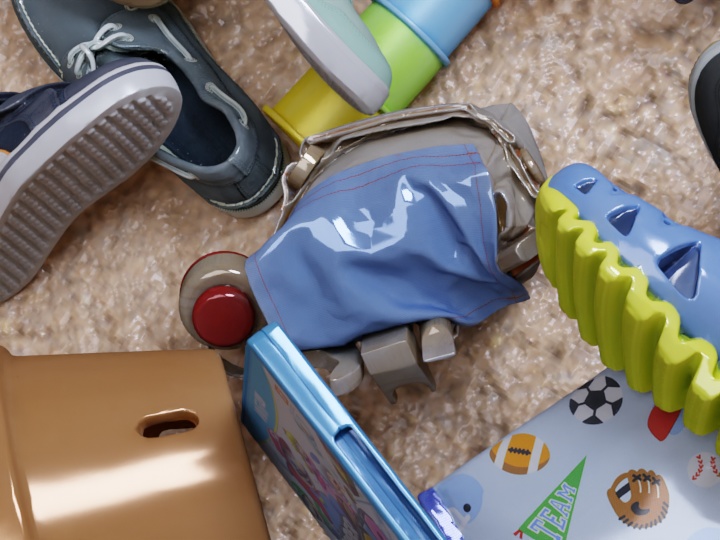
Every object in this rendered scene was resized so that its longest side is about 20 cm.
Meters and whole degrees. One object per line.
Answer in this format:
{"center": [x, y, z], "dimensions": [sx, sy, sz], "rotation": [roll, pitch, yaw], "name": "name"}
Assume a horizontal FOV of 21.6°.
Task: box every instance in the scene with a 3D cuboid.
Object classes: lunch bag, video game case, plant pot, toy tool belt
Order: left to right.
{"center": [-0.115, 0.122, 0.885], "dimensions": [0.139, 0.200, 0.201], "rotation": [-15, 75, -6], "name": "plant pot"}
{"center": [0.000, 0.000, 0.884], "dimensions": [0.199, 0.123, 0.125], "rotation": [-23, 110, 10], "name": "toy tool belt"}
{"center": [0.015, 0.122, 0.808], "dimensions": [0.018, 0.143, 0.200], "rotation": [-35, 78, -14], "name": "video game case"}
{"center": [0.151, 0.146, 0.833], "dimensions": [0.170, 0.124, 0.200], "rotation": [-36, 65, 4], "name": "lunch bag"}

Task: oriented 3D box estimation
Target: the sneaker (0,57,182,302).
{"center": [-0.170, -0.060, 0.953], "dimensions": [0.200, 0.078, 0.080], "rotation": [-40, 69, 36], "name": "sneaker"}

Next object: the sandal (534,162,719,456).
{"center": [0.156, 0.023, 0.776], "dimensions": [0.200, 0.080, 0.087], "rotation": [43, 75, 15], "name": "sandal"}

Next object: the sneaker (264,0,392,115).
{"center": [-0.008, -0.180, 0.908], "dimensions": [0.118, 0.074, 0.201], "rotation": [-30, 73, 3], "name": "sneaker"}

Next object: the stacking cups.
{"center": [0.040, -0.132, 0.956], "dimensions": [0.200, 0.061, 0.060], "rotation": [-46, 71, -1], "name": "stacking cups"}

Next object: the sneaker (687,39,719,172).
{"center": [0.210, -0.014, 0.820], "dimensions": [0.075, 0.088, 0.200], "rotation": [-30, 104, 24], "name": "sneaker"}

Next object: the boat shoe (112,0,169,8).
{"center": [-0.152, -0.207, 1.010], "dimensions": [0.200, 0.065, 0.072], "rotation": [39, 111, 25], "name": "boat shoe"}

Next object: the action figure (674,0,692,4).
{"center": [0.205, -0.129, 0.889], "dimensions": [0.130, 0.069, 0.201], "rotation": [-6, 87, -2], "name": "action figure"}

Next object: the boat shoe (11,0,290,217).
{"center": [-0.117, -0.108, 0.987], "dimensions": [0.073, 0.062, 0.200], "rotation": [-47, 71, 3], "name": "boat shoe"}
